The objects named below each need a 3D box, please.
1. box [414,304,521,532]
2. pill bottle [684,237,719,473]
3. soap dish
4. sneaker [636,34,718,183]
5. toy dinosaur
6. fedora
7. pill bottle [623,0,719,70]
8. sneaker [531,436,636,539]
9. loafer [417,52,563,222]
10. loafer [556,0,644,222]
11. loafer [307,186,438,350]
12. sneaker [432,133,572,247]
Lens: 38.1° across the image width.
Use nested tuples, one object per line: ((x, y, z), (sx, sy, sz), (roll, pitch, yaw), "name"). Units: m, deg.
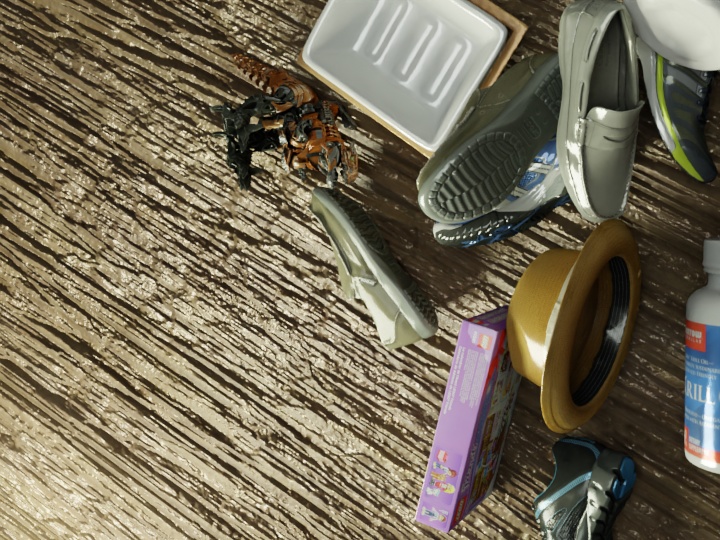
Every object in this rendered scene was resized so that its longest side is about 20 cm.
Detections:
((0.115, 0.141, 1.026), (0.039, 0.137, 0.202), (17, 101, 22), "box")
((0.346, 0.073, 0.928), (0.111, 0.112, 0.203), (1, 94, 24), "pill bottle")
((0.053, -0.225, 1.054), (0.199, 0.081, 0.158), (37, 108, 18), "soap dish")
((0.300, -0.180, 0.951), (0.080, 0.074, 0.202), (-14, 90, 22), "sneaker")
((-0.083, -0.157, 1.122), (0.200, 0.135, 0.103), (43, 154, 44), "toy dinosaur")
((0.190, 0.046, 0.965), (0.081, 0.200, 0.203), (16, 101, 35), "fedora")
((0.318, -0.280, 0.882), (0.110, 0.111, 0.201), (31, 79, 19), "pill bottle")
((0.210, 0.264, 1.040), (0.081, 0.073, 0.202), (21, 98, 38), "sneaker")
((0.125, -0.126, 0.970), (0.200, 0.075, 0.070), (-43, 35, -8), "loafer")
((0.212, -0.136, 0.915), (0.069, 0.070, 0.202), (-16, 110, -17), "loafer")
((0.000, 0.000, 1.101), (0.069, 0.075, 0.201), (-38, 79, 18), "loafer")
((0.157, -0.086, 1.029), (0.199, 0.076, 0.078), (-28, 76, 14), "sneaker")
